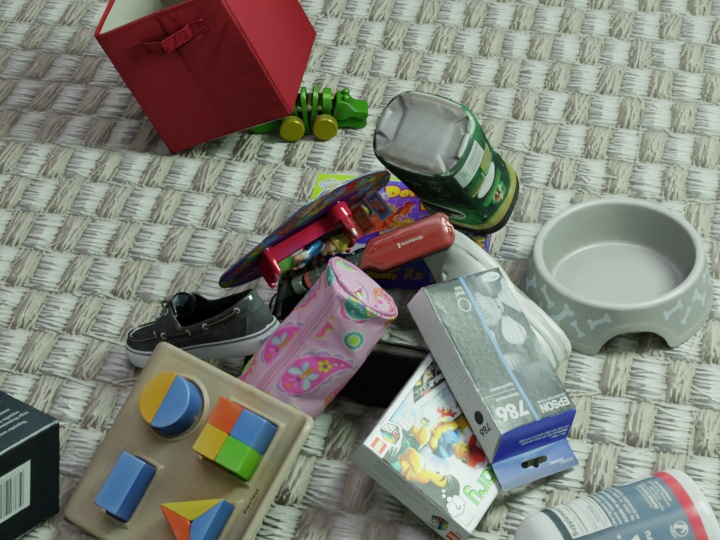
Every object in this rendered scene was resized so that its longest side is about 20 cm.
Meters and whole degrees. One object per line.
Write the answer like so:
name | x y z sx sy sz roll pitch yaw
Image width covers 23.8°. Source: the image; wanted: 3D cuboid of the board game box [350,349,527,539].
board game box | 0.092 0.142 1.576 0.126 0.035 0.200 39 50 0

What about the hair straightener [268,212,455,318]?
hair straightener | 0.000 0.000 1.683 0.199 0.077 0.041 -27 85 0

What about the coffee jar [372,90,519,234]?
coffee jar | 0.091 -0.104 1.719 0.104 0.200 0.086 20 81 24

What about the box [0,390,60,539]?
box | -0.394 0.172 1.550 0.199 0.108 0.148 22 31 28

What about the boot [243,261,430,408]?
boot | -0.005 0.057 1.700 0.201 0.074 0.154 4 38 8

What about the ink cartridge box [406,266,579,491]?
ink cartridge box | 0.130 0.097 1.578 0.099 0.039 0.201 -15 68 -36

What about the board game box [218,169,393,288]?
board game box | -0.045 -0.024 1.660 0.039 0.200 0.158 56 28 9

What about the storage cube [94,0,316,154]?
storage cube | -0.176 -0.272 1.979 0.170 0.180 0.201 -16 36 23

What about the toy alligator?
toy alligator | -0.034 -0.192 2.005 0.198 0.055 0.060 -3 41 2

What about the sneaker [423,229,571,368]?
sneaker | 0.111 0.038 1.690 0.088 0.075 0.200 -41 67 -11

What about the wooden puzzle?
wooden puzzle | -0.162 0.174 1.535 0.199 0.046 0.186 23 79 31

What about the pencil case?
pencil case | -0.053 0.084 1.586 0.200 0.087 0.088 -49 41 16

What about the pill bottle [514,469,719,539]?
pill bottle | 0.192 0.250 1.419 0.198 0.120 0.120 -16 42 -12

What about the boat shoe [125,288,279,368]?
boat shoe | -0.164 0.050 1.674 0.199 0.067 0.070 -5 26 44

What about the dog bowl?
dog bowl | 0.263 0.000 1.750 0.198 0.059 0.201 -3 40 2

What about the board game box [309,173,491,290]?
board game box | 0.040 -0.041 1.829 0.198 0.045 0.135 4 41 10
